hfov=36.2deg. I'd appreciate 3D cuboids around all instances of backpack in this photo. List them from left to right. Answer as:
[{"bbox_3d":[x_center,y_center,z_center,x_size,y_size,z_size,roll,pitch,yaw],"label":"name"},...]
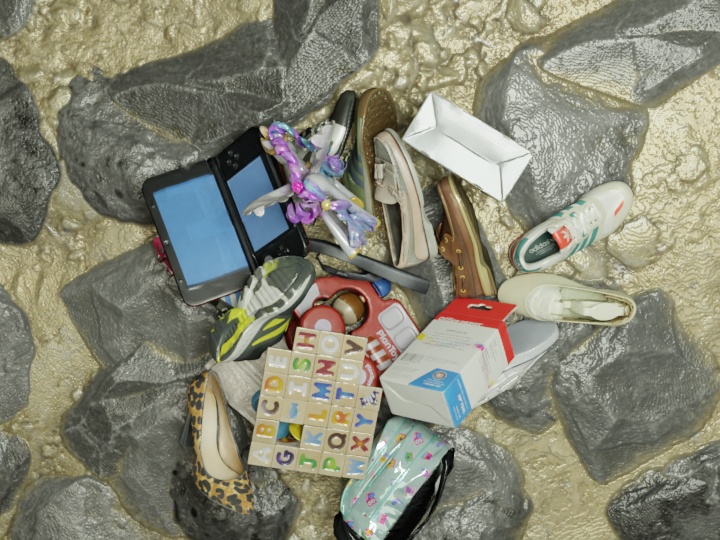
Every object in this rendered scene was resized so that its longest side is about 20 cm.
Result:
[{"bbox_3d":[0.048,0.312,1.587,0.126,0.167,0.201,34,93,5],"label":"backpack"}]

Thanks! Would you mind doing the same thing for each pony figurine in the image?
[{"bbox_3d":[-0.064,-0.110,1.459,0.166,0.193,0.200,-43,103,6],"label":"pony figurine"}]

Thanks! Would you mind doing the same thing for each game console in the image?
[{"bbox_3d":[-0.189,-0.076,1.544,0.172,0.118,0.201,-31,78,43],"label":"game console"}]

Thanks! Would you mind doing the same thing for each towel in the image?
[{"bbox_3d":[-0.126,0.170,1.640,0.200,0.034,0.133,41,100,-2],"label":"towel"}]

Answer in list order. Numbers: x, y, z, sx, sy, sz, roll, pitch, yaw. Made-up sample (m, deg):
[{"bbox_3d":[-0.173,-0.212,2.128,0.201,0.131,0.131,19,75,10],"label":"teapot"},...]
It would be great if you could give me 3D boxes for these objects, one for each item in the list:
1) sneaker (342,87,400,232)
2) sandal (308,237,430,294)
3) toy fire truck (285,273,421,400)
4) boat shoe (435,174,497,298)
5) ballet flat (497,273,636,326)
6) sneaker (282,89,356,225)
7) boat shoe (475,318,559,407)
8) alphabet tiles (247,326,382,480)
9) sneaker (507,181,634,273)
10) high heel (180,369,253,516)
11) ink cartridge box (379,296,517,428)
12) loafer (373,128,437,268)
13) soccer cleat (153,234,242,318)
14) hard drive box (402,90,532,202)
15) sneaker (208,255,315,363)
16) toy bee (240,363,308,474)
[{"bbox_3d":[0.004,-0.157,1.558,0.067,0.090,0.202,-14,107,-36],"label":"sneaker"},{"bbox_3d":[0.000,0.000,1.554,0.199,0.076,0.043,21,94,-4],"label":"sandal"},{"bbox_3d":[-0.004,0.094,1.590,0.168,0.112,0.201,-33,89,-20],"label":"toy fire truck"},{"bbox_3d":[0.137,-0.040,1.544,0.067,0.072,0.201,-15,123,11],"label":"boat shoe"},{"bbox_3d":[0.296,0.046,1.561,0.199,0.069,0.070,6,98,-2],"label":"ballet flat"},{"bbox_3d":[-0.069,-0.171,1.569,0.088,0.074,0.201,23,98,0],"label":"sneaker"},{"bbox_3d":[0.203,0.140,1.598,0.199,0.074,0.066,-29,124,3],"label":"boat shoe"},{"bbox_3d":[-0.056,0.181,1.504,0.166,0.008,0.201,9,99,-9],"label":"alphabet tiles"},{"bbox_3d":[0.299,-0.055,1.543,0.199,0.093,0.071,-31,94,8],"label":"sneaker"},{"bbox_3d":[-0.198,0.245,1.580,0.200,0.071,0.143,45,128,38],"label":"high heel"},{"bbox_3d":[0.133,0.123,1.537,0.116,0.200,0.068,7,129,41],"label":"ink cartridge box"},{"bbox_3d":[0.051,-0.093,1.506,0.063,0.072,0.201,-27,117,-13],"label":"loafer"},{"bbox_3d":[-0.214,0.004,1.617,0.200,0.070,0.086,42,66,8],"label":"soccer cleat"},{"bbox_3d":[0.141,-0.166,1.488,0.155,0.200,0.077,32,97,1],"label":"hard drive box"},{"bbox_3d":[-0.127,0.054,1.533,0.200,0.084,0.075,-42,61,22],"label":"sneaker"},{"bbox_3d":[-0.104,0.202,1.586,0.108,0.200,0.132,-2,62,-23],"label":"toy bee"}]
